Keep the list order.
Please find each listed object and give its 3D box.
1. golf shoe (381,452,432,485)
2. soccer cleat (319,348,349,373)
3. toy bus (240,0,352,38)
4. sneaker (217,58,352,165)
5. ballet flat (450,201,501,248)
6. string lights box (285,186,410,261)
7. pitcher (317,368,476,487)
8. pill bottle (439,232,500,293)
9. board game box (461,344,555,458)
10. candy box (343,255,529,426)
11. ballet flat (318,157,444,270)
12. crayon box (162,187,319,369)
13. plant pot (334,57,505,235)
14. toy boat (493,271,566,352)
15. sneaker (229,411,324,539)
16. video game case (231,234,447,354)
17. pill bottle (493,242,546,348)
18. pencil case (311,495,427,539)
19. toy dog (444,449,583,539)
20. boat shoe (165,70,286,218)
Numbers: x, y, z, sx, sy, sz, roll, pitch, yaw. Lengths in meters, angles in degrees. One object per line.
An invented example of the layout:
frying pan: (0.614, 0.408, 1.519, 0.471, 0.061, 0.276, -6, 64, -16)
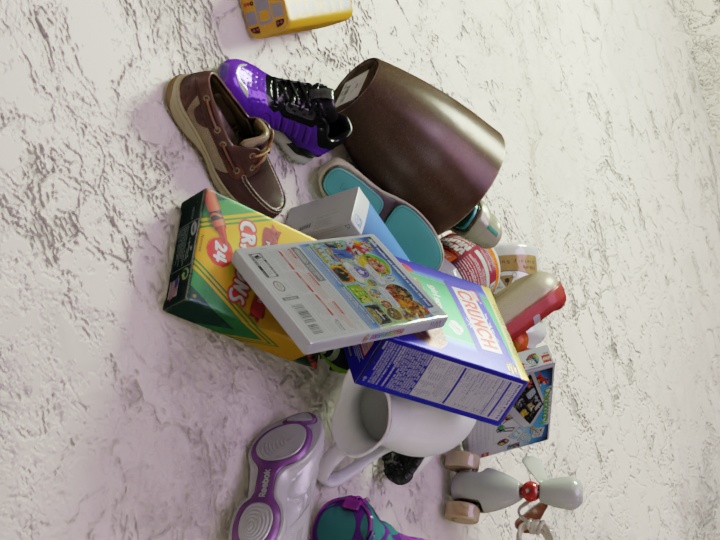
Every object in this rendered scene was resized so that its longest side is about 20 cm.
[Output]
golf shoe: (0.092, 0.219, 1.478, 0.095, 0.077, 0.201, 62, 37, -26)
soccer cleat: (-0.042, 0.064, 1.303, 0.199, 0.080, 0.069, 37, 50, -47)
toy bus: (-0.068, -0.340, 1.399, 0.199, 0.064, 0.080, -29, 106, -57)
sneaker: (-0.079, -0.196, 1.303, 0.199, 0.098, 0.071, 30, 54, -51)
ballet flat: (0.137, -0.076, 1.540, 0.070, 0.069, 0.200, 62, -7, -25)
string lights box: (0.000, 0.000, 1.369, 0.201, 0.101, 0.060, 53, 35, -36)
pitcher: (0.042, 0.180, 1.338, 0.198, 0.173, 0.121, -1, 42, -51)
pill bottle: (0.107, 0.021, 1.530, 0.199, 0.108, 0.112, -29, 105, -57)
board game box: (0.199, 0.185, 1.542, 0.202, 0.124, 0.035, 82, -8, -52)
candy box: (0.075, 0.071, 1.275, 0.197, 0.078, 0.170, 20, 30, -27)
ballet flat: (0.026, -0.071, 1.430, 0.200, 0.069, 0.070, 42, 44, -15)
crayon box: (-0.104, 0.012, 1.196, 0.198, 0.050, 0.129, 24, 59, -34)
plant pot: (0.056, -0.174, 1.469, 0.199, 0.186, 0.189, 40, 47, -25)
toy boat: (0.211, 0.101, 1.562, 0.198, 0.130, 0.132, -34, 91, -12)
sneaker: (-0.086, 0.243, 1.208, 0.101, 0.073, 0.202, 76, 27, -42)
video game case: (-0.019, 0.020, 1.170, 0.198, 0.018, 0.143, -8, 45, -43)
pill bottle: (0.220, 0.068, 1.692, 0.114, 0.113, 0.204, 11, 71, -56)
pencil case: (0.029, 0.335, 1.331, 0.200, 0.084, 0.093, 41, 76, -46)
toy dog: (0.205, 0.311, 1.554, 0.134, 0.197, 0.096, -63, 155, -10)
boat shoe: (-0.130, -0.135, 1.231, 0.201, 0.071, 0.073, 57, 38, -31)
